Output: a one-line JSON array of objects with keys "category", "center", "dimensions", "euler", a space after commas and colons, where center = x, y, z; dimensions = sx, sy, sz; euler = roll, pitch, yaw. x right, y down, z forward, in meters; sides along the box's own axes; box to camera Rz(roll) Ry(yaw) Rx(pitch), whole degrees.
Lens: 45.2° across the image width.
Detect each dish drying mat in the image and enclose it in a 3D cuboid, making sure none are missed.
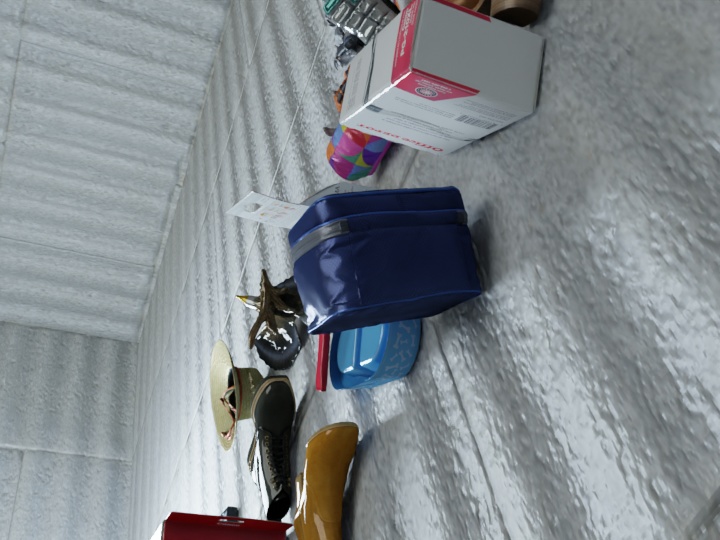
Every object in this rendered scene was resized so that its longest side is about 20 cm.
[{"category": "dish drying mat", "center": [-0.048, 0.060, 1.173], "dimensions": [0.077, 0.018, 0.206], "euler": [119, 155, -83]}]

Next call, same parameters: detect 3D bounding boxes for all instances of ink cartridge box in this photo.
[{"category": "ink cartridge box", "center": [0.079, -0.199, 0.921], "dimensions": [0.199, 0.142, 0.087], "euler": [166, 116, -68]}, {"category": "ink cartridge box", "center": [-0.075, -0.093, 1.213], "dimensions": [0.160, 0.195, 0.049], "euler": [163, 117, -67]}, {"category": "ink cartridge box", "center": [-0.216, 0.439, 1.314], "dimensions": [0.176, 0.195, 0.086], "euler": [125, 149, -50]}]

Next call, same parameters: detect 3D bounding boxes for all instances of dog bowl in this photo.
[{"category": "dog bowl", "center": [0.016, 0.091, 1.081], "dimensions": [0.200, 0.048, 0.114], "euler": [147, 131, -63]}]

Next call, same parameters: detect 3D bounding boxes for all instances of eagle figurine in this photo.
[{"category": "eagle figurine", "center": [-0.141, 0.070, 1.469], "dimensions": [0.151, 0.151, 0.200], "euler": [-40, -17, -7]}]

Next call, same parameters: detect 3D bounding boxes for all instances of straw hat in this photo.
[{"category": "straw hat", "center": [-0.218, 0.229, 1.608], "dimensions": [0.200, 0.083, 0.207], "euler": [178, 90, -67]}]

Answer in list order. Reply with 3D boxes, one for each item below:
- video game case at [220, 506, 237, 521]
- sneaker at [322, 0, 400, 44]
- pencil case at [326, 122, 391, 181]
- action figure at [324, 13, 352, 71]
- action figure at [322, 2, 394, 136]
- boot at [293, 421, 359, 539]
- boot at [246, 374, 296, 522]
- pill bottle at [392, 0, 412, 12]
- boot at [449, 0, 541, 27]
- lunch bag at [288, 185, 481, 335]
[{"category": "video game case", "center": [-0.275, 0.580, 1.661], "dimensions": [0.181, 0.025, 0.204], "euler": [127, 148, -52]}, {"category": "sneaker", "center": [0.043, -0.300, 1.095], "dimensions": [0.201, 0.091, 0.078], "euler": [51, 122, 7]}, {"category": "pencil case", "center": [0.021, -0.209, 1.186], "dimensions": [0.201, 0.086, 0.090], "euler": [127, 148, -52]}, {"category": "action figure", "center": [-0.019, -0.436, 1.444], "dimensions": [0.130, 0.068, 0.205], "euler": [36, 117, 59]}, {"category": "action figure", "center": [0.020, -0.310, 1.278], "dimensions": [0.194, 0.104, 0.201], "euler": [-53, 5, 38]}, {"category": "boot", "center": [-0.037, 0.300, 1.108], "dimensions": [0.203, 0.069, 0.146], "euler": [117, 149, -45]}, {"category": "boot", "center": [-0.128, 0.283, 1.363], "dimensions": [0.139, 0.075, 0.204], "euler": [-120, 32, -56]}, {"category": "pill bottle", "center": [0.077, -0.379, 1.078], "dimensions": [0.202, 0.107, 0.111], "euler": [-109, 36, -54]}, {"category": "boot", "center": [0.140, -0.332, 0.940], "dimensions": [0.198, 0.072, 0.159], "euler": [-1, 79, 58]}, {"category": "lunch bag", "center": [0.029, -0.020, 0.905], "dimensions": [0.135, 0.196, 0.136], "euler": [-32, 68, 61]}]
